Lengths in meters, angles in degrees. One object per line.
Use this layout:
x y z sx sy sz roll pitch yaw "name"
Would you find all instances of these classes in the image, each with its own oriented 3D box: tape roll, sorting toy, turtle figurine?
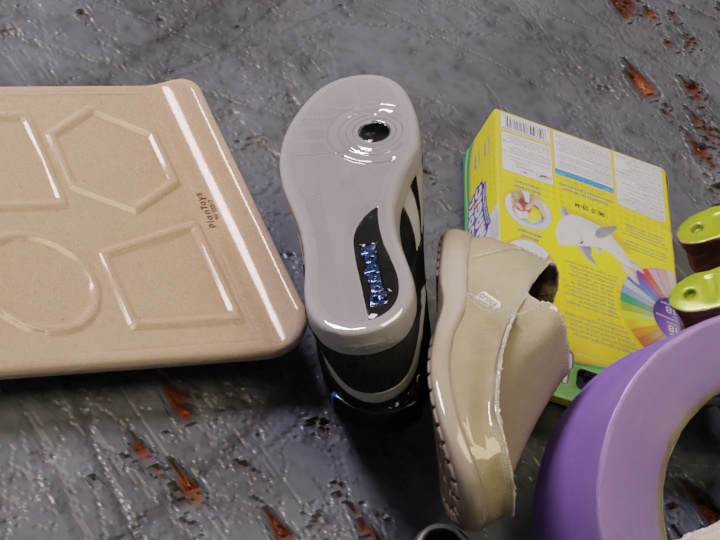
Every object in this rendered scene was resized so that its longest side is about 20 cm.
0.192 0.124 1.299 0.199 0.085 0.201 4 78 -18 "tape roll"
-0.147 -0.020 1.339 0.200 0.037 0.185 -6 54 -30 "sorting toy"
0.216 0.042 1.443 0.200 0.064 0.161 -60 136 -37 "turtle figurine"

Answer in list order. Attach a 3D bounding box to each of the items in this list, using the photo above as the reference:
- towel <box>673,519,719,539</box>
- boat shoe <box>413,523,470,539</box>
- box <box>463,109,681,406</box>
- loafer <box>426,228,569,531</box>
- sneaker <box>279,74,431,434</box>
0.164 0.186 1.212 0.200 0.034 0.133 -18 82 -23 "towel"
0.048 0.205 1.207 0.068 0.057 0.200 -2 46 -17 "boat shoe"
0.118 0.008 1.462 0.117 0.048 0.200 19 41 -16 "box"
0.070 0.047 1.306 0.068 0.076 0.200 -3 40 5 "loafer"
0.000 0.000 1.355 0.073 0.112 0.200 -4 44 5 "sneaker"
